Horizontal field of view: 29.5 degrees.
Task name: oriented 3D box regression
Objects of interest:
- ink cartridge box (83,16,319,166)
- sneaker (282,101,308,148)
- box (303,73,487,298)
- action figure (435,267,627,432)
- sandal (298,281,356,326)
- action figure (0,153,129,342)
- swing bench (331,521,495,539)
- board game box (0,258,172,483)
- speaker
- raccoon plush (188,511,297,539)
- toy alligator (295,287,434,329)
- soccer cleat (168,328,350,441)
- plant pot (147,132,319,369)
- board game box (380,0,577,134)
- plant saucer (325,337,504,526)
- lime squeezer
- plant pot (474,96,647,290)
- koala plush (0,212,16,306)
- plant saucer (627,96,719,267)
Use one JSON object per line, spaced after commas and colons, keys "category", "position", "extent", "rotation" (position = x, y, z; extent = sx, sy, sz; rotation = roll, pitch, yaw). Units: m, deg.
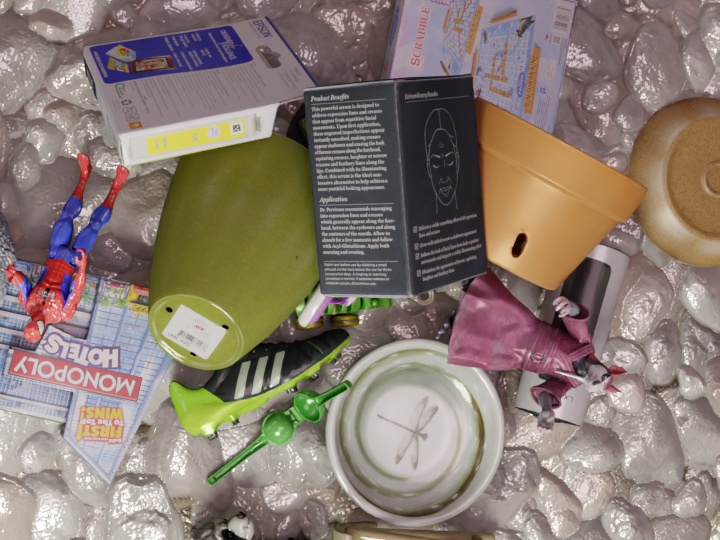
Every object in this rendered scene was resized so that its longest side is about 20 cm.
{"category": "ink cartridge box", "position": [-0.160, -0.183, 1.360], "extent": [0.200, 0.198, 0.047], "rotation": [-11, 125, -16]}
{"category": "sneaker", "position": [0.015, -0.120, 1.437], "extent": [0.200, 0.074, 0.085], "rotation": [18, 122, -12]}
{"category": "box", "position": [0.036, -0.083, 1.311], "extent": [0.148, 0.107, 0.200], "rotation": [-14, 102, -55]}
{"category": "action figure", "position": [0.182, 0.086, 1.443], "extent": [0.200, 0.149, 0.134], "rotation": [25, 92, 5]}
{"category": "sandal", "position": [0.003, -0.005, 1.408], "extent": [0.050, 0.082, 0.203], "rotation": [35, 44, 4]}
{"category": "action figure", "position": [-0.285, -0.029, 1.319], "extent": [0.065, 0.099, 0.200], "rotation": [16, 67, 1]}
{"category": "swing bench", "position": [0.050, 0.373, 1.429], "extent": [0.200, 0.130, 0.199], "rotation": [7, 87, -10]}
{"category": "board game box", "position": [-0.282, 0.104, 1.376], "extent": [0.200, 0.062, 0.200], "rotation": [13, 84, -15]}
{"category": "speaker", "position": [0.233, 0.070, 1.513], "extent": [0.081, 0.081, 0.200], "rotation": [19, 84, -14]}
{"category": "raccoon plush", "position": [-0.122, 0.346, 1.401], "extent": [0.134, 0.097, 0.200], "rotation": [8, 86, -7]}
{"category": "toy alligator", "position": [-0.007, 0.030, 1.459], "extent": [0.200, 0.054, 0.059], "rotation": [-4, 89, -16]}
{"category": "soccer cleat", "position": [-0.104, 0.101, 1.427], "extent": [0.200, 0.068, 0.081], "rotation": [-29, 84, -14]}
{"category": "plant pot", "position": [-0.124, -0.004, 1.316], "extent": [0.187, 0.187, 0.200], "rotation": [34, 42, -12]}
{"category": "board game box", "position": [0.126, -0.224, 1.512], "extent": [0.199, 0.041, 0.200], "rotation": [13, 85, -15]}
{"category": "plant saucer", "position": [0.055, 0.172, 1.474], "extent": [0.200, 0.050, 0.200], "rotation": [1, 88, -16]}
{"category": "lime squeezer", "position": [-0.075, 0.163, 1.427], "extent": [0.200, 0.071, 0.038], "rotation": [-36, 108, 22]}
{"category": "plant pot", "position": [0.175, -0.071, 1.413], "extent": [0.200, 0.200, 0.140], "rotation": [26, 97, -13]}
{"category": "koala plush", "position": [-0.411, -0.015, 1.259], "extent": [0.177, 0.200, 0.184], "rotation": [38, 76, 4]}
{"category": "plant saucer", "position": [0.408, -0.104, 1.590], "extent": [0.200, 0.035, 0.200], "rotation": [0, 88, -15]}
